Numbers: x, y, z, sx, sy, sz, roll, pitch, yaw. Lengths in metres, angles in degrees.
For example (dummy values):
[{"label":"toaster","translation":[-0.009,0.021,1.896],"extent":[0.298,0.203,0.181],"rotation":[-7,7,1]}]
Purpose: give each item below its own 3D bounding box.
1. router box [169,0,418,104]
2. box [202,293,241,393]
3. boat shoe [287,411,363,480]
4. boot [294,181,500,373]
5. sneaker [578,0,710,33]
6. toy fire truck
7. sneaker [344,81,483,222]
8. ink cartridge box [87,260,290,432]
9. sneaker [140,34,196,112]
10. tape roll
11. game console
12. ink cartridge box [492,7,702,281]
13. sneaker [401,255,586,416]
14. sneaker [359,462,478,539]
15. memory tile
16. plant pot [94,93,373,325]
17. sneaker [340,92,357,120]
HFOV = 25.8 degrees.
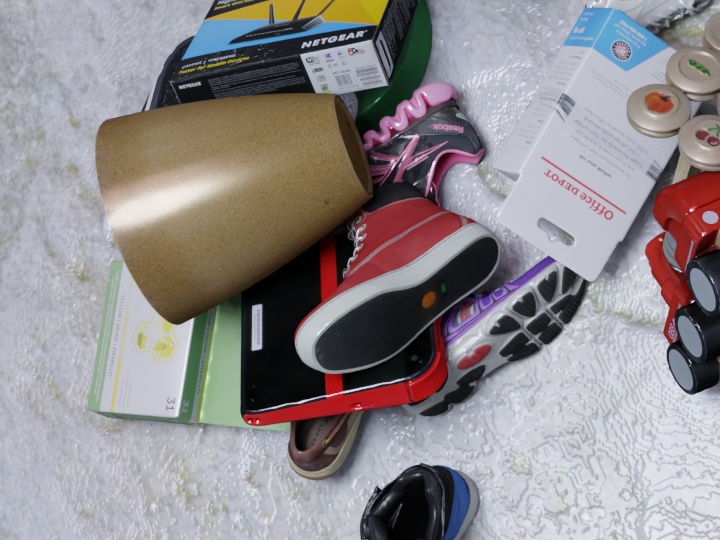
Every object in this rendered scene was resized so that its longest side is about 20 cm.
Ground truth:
[{"label":"router box","translation":[-0.057,-0.209,1.419],"extent":[0.198,0.051,0.150],"rotation":[-8,36,22]},{"label":"box","translation":[-0.123,0.016,1.492],"extent":[0.142,0.036,0.202],"rotation":[5,79,25]},{"label":"boat shoe","translation":[-0.018,0.082,1.388],"extent":[0.072,0.072,0.201],"rotation":[17,69,17]},{"label":"boot","translation":[0.000,0.000,1.328],"extent":[0.199,0.073,0.144],"rotation":[-32,44,-25]},{"label":"sneaker","translation":[0.257,-0.241,1.371],"extent":[0.081,0.075,0.201],"rotation":[38,95,17]},{"label":"toy fire truck","translation":[0.276,-0.034,1.254],"extent":[0.128,0.177,0.201],"rotation":[-22,58,-12]},{"label":"sneaker","translation":[0.026,-0.079,1.428],"extent":[0.200,0.079,0.096],"rotation":[-38,78,4]},{"label":"ink cartridge box","translation":[-0.147,0.068,1.444],"extent":[0.198,0.048,0.147],"rotation":[2,77,27]},{"label":"sneaker","translation":[-0.195,-0.143,1.548],"extent":[0.083,0.071,0.201],"rotation":[-15,45,58]},{"label":"tape roll","translation":[-0.031,-0.219,1.507],"extent":[0.199,0.048,0.202],"rotation":[-7,72,23]},{"label":"game console","translation":[-0.018,0.044,1.361],"extent":[0.175,0.031,0.201],"rotation":[-12,43,8]},{"label":"ink cartridge box","translation":[0.194,-0.107,1.328],"extent":[0.201,0.115,0.067],"rotation":[-59,19,0]},{"label":"sneaker","translation":[0.102,0.040,1.361],"extent":[0.199,0.081,0.084],"rotation":[-34,52,9]},{"label":"sneaker","translation":[0.028,0.254,1.313],"extent":[0.076,0.111,0.201],"rotation":[25,87,28]},{"label":"memory tile","translation":[0.316,-0.115,1.194],"extent":[0.200,0.017,0.153],"rotation":[37,64,28]},{"label":"plant pot","translation":[-0.096,-0.073,1.346],"extent":[0.198,0.186,0.188],"rotation":[-19,68,10]},{"label":"sneaker","translation":[-0.095,-0.121,1.449],"extent":[0.199,0.072,0.072],"rotation":[-26,81,26]}]
